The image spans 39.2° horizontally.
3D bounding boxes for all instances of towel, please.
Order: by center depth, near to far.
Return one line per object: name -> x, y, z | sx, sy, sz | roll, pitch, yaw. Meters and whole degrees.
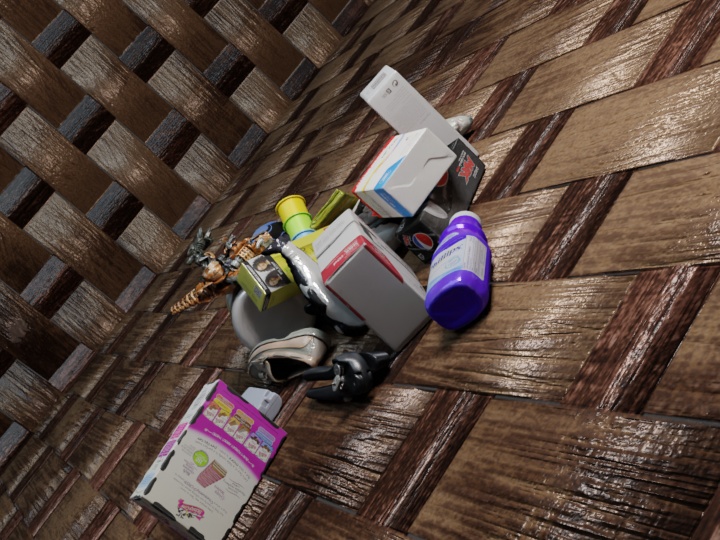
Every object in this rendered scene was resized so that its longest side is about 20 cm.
towel -> -0.030, -0.102, 1.835 | 0.086, 0.018, 0.200 | -48, -15, 11

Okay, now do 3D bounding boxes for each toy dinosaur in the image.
toy dinosaur -> -0.239, -0.004, 1.699 | 0.199, 0.103, 0.136 | -22, 30, -15

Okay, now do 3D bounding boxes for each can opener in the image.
can opener -> -0.031, 0.155, 1.409 | 0.200, 0.078, 0.064 | -28, 65, 57

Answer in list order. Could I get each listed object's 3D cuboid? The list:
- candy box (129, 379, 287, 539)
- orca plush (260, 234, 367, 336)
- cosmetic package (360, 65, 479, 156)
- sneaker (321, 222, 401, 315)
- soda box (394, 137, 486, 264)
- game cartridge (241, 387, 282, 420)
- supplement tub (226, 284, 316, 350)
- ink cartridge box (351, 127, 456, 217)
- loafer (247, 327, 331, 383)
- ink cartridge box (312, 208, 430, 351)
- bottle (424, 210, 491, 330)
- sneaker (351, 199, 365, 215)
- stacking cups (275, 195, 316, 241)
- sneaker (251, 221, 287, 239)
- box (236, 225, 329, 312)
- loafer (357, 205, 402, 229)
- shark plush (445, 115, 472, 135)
candy box -> -0.214, 0.278, 1.442 | 0.061, 0.136, 0.201 | -25, 28, 56
orca plush -> -0.078, 0.039, 1.559 | 0.071, 0.200, 0.105 | -53, -3, 26
cosmetic package -> 0.097, -0.243, 1.681 | 0.071, 0.200, 0.102 | -46, 16, 7
sneaker -> 0.000, 0.000, 1.638 | 0.199, 0.081, 0.077 | -36, -26, -12
soda box -> 0.124, -0.109, 1.544 | 0.063, 0.071, 0.201 | -31, 24, 45
game cartridge -> -0.209, 0.276, 1.609 | 0.201, 0.040, 0.133 | -54, 21, -17
supplement tub -> -0.161, 0.057, 1.774 | 0.145, 0.144, 0.200 | -48, 17, 2
ink cartridge box -> 0.058, -0.146, 1.552 | 0.117, 0.067, 0.200 | -53, 15, -9
loafer -> -0.126, 0.148, 1.629 | 0.199, 0.072, 0.063 | -27, 34, 45
ink cartridge box -> 0.015, 0.008, 1.432 | 0.083, 0.147, 0.200 | -45, 18, 7
bottle -> 0.131, -0.009, 1.316 | 0.083, 0.065, 0.201 | -40, 19, 30
sneaker -> 0.016, -0.100, 1.805 | 0.200, 0.074, 0.079 | -42, 6, 16
stacking cups -> -0.096, -0.044, 1.810 | 0.060, 0.060, 0.201 | -41, 53, 23
sneaker -> -0.113, -0.062, 1.901 | 0.077, 0.071, 0.199 | 2, 11, 42
box -> -0.101, -0.007, 1.663 | 0.199, 0.075, 0.050 | -24, -26, -35
loafer -> 0.031, -0.093, 1.694 | 0.200, 0.072, 0.073 | -37, 64, 39
shark plush -> 0.139, -0.224, 1.839 | 0.083, 0.091, 0.200 | -34, -10, -19
